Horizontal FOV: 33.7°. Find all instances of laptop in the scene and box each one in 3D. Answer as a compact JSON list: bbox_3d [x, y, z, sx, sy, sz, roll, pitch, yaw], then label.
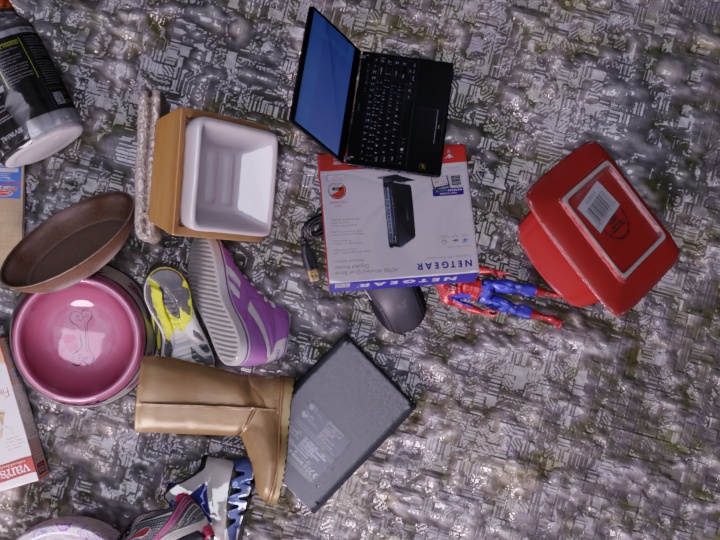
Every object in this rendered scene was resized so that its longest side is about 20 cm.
[{"bbox_3d":[0.019,-0.232,1.543,0.199,0.103,0.178,8,68,2],"label":"laptop"}]

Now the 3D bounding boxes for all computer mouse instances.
[{"bbox_3d":[0.000,0.000,1.599,0.140,0.046,0.201,-20,89,-2],"label":"computer mouse"}]

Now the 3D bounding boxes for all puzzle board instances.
[{"bbox_3d":[-0.557,-0.072,1.622,0.199,0.017,0.152,1,89,0],"label":"puzzle board"}]

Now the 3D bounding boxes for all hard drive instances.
[{"bbox_3d":[-0.041,0.204,1.593,0.140,0.033,0.200,45,82,1],"label":"hard drive"}]

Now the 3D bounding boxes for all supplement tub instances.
[{"bbox_3d":[-0.461,-0.248,1.568,0.122,0.123,0.201,-27,90,1],"label":"supplement tub"}]

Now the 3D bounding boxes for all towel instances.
[{"bbox_3d":[-0.276,-0.136,1.561,0.034,0.133,0.201,2,89,-3],"label":"towel"}]

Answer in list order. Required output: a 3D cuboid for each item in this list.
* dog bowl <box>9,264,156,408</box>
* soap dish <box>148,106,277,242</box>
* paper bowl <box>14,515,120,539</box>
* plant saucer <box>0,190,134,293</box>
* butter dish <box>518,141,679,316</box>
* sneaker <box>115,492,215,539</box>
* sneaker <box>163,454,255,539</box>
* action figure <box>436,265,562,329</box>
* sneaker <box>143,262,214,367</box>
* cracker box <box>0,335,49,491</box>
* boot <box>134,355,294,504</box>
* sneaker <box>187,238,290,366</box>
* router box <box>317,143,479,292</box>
[{"bbox_3d":[-0.372,0.089,1.580,0.199,0.074,0.202,0,93,-6],"label":"dog bowl"},{"bbox_3d":[-0.190,-0.120,1.536,0.081,0.200,0.158,5,91,29],"label":"soap dish"},{"bbox_3d":[-0.383,0.426,1.575,0.199,0.104,0.202,0,90,1],"label":"paper bowl"},{"bbox_3d":[-0.374,-0.030,1.548,0.200,0.201,0.037,-28,120,1],"label":"plant saucer"},{"bbox_3d":[0.285,-0.036,1.556,0.200,0.148,0.200,53,48,0],"label":"butter dish"},{"bbox_3d":[-0.286,0.353,1.500,0.199,0.081,0.075,-21,68,-29],"label":"sneaker"},{"bbox_3d":[-0.213,0.335,1.592,0.114,0.081,0.201,14,83,4],"label":"sneaker"},{"bbox_3d":[0.177,0.030,1.599,0.199,0.052,0.066,12,94,3],"label":"action figure"},{"bbox_3d":[-0.242,0.078,1.592,0.074,0.085,0.201,-11,112,-9],"label":"sneaker"},{"bbox_3d":[-0.515,0.202,1.600,0.133,0.058,0.201,-17,90,1],"label":"cracker box"},{"bbox_3d":[-0.192,0.206,1.532,0.199,0.066,0.176,6,71,-5],"label":"boot"},{"bbox_3d":[-0.159,0.038,1.599,0.073,0.114,0.201,-40,61,41],"label":"sneaker"},{"bbox_3d":[0.049,-0.070,1.569,0.199,0.049,0.181,-5,74,-4],"label":"router box"}]
